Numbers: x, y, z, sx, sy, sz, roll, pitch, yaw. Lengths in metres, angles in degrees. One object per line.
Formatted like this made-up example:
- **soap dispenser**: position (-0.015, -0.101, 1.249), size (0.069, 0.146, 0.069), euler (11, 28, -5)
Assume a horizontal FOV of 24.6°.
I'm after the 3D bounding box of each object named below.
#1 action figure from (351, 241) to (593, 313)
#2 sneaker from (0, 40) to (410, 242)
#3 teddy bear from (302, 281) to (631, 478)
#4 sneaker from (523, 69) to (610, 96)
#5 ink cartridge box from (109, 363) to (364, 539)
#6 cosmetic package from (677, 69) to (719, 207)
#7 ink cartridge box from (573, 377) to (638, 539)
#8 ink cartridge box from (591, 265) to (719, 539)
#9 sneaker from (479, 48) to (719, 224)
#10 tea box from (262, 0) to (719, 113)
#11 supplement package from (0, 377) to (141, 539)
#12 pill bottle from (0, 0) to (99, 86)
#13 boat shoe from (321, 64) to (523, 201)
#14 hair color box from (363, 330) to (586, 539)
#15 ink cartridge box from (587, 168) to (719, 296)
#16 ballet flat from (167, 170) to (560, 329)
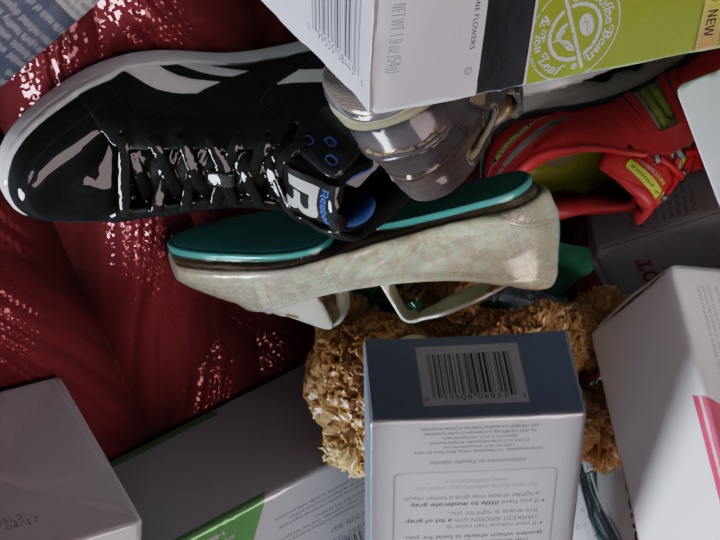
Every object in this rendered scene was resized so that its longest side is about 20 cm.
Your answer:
- **action figure**: position (0.041, 0.009, 0.905), size (0.199, 0.055, 0.119), euler (21, 112, -37)
- **sneaker**: position (-0.057, -0.051, 0.752), size (0.198, 0.112, 0.074), euler (-18, 129, -21)
- **teddy bear**: position (0.071, 0.057, 0.857), size (0.199, 0.067, 0.146), euler (21, 92, -26)
- **sneaker**: position (0.133, -0.155, 0.843), size (0.199, 0.074, 0.083), euler (-25, 104, -9)
- **ink cartridge box**: position (-0.049, 0.172, 0.940), size (0.144, 0.088, 0.201), euler (-27, 130, -13)
- **cosmetic package**: position (0.232, -0.043, 0.736), size (0.112, 0.082, 0.200), euler (-25, 158, 21)
- **ink cartridge box**: position (0.158, 0.141, 0.951), size (0.083, 0.148, 0.200), euler (14, 147, -35)
- **ink cartridge box**: position (0.232, 0.083, 0.843), size (0.198, 0.147, 0.085), euler (3, 152, -26)
- **sneaker**: position (0.156, -0.062, 0.845), size (0.198, 0.085, 0.077), euler (-18, 127, 22)
- **tea box**: position (0.047, -0.179, 0.664), size (0.195, 0.200, 0.135), euler (-13, 128, -23)
- **supplement package**: position (-0.186, 0.179, 0.834), size (0.120, 0.120, 0.202), euler (-13, 128, -26)
- **pill bottle**: position (-0.190, -0.104, 0.623), size (0.200, 0.120, 0.120), euler (-41, 134, 0)
- **boat shoe**: position (0.036, -0.094, 0.743), size (0.074, 0.200, 0.074), euler (-10, 117, 26)
- **hair color box**: position (0.051, 0.126, 0.809), size (0.098, 0.061, 0.201), euler (-2, 127, -3)
- **ink cartridge box**: position (0.240, -0.026, 0.927), size (0.198, 0.084, 0.145), euler (-18, 137, 18)
- **ballet flat**: position (0.000, 0.000, 0.801), size (0.198, 0.068, 0.063), euler (-8, 111, 16)
